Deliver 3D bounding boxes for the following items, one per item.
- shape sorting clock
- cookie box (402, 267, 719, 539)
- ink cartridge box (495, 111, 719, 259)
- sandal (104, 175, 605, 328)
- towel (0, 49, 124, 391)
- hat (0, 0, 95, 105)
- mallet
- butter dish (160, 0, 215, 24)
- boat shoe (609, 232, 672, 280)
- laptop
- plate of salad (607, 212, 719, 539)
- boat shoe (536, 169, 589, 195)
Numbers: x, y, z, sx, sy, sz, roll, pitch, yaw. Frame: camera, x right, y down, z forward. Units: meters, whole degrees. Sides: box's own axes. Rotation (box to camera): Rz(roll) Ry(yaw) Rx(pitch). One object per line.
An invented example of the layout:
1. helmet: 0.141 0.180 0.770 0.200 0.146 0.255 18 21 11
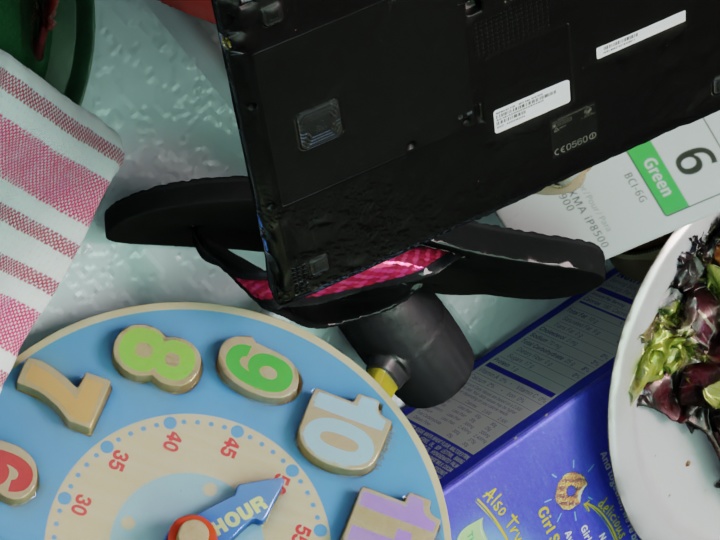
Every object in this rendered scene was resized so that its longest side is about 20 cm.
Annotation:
1. shape sorting clock: -0.064 0.102 0.880 0.200 0.039 0.200 5 65 -10
2. cookie box: 0.087 0.120 1.046 0.200 0.075 0.171 -32 120 -19
3. ink cartridge box: 0.133 -0.082 0.940 0.200 0.050 0.109 -23 111 26
4. sandal: 0.000 0.000 0.922 0.200 0.075 0.045 9 76 -14
5. towel: -0.146 0.026 0.798 0.200 0.030 0.146 -63 164 -2
6. hat: -0.130 -0.076 0.779 0.166 0.176 0.200 -18 115 -26
7. mallet: -0.014 0.076 0.942 0.066 0.041 0.200 58 44 -29
8. butter dish: 0.026 -0.161 0.825 0.148 0.200 0.200 22 94 -22
9. boat shoe: 0.177 -0.081 1.039 0.200 0.072 0.068 -42 124 -14
10. laptop: 0.019 -0.119 0.719 0.177 0.103 0.200 -24 137 -14
11. plate of salad: 0.190 0.046 1.014 0.200 0.048 0.200 -10 110 -30
12. boat shoe: 0.067 -0.065 0.858 0.065 0.200 0.071 45 70 -9
